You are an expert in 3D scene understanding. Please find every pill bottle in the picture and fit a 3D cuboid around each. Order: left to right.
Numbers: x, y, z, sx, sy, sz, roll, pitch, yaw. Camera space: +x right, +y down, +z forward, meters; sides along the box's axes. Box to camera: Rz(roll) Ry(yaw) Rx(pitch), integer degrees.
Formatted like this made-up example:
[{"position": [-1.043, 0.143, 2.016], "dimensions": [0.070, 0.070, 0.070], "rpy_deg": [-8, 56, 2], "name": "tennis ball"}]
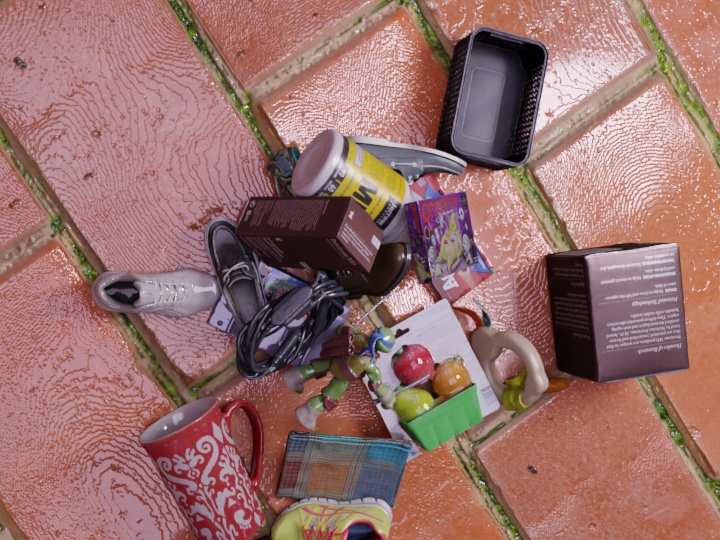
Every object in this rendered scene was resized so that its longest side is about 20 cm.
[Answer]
[{"position": [0.003, -0.116, 1.434], "dimensions": [0.199, 0.114, 0.115], "rpy_deg": [31, 86, -27], "name": "pill bottle"}]

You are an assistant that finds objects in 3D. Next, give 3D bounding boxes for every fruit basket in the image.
[{"position": [0.104, 0.177, 1.522], "dimensions": [0.184, 0.094, 0.202], "rpy_deg": [-28, 86, -9], "name": "fruit basket"}]

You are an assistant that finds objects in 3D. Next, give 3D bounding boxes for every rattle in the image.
[{"position": [0.253, 0.120, 1.555], "dimensions": [0.142, 0.131, 0.201], "rpy_deg": [-23, 65, -26], "name": "rattle"}]

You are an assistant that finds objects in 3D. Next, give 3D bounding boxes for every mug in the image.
[{"position": [-0.216, 0.304, 1.436], "dimensions": [0.176, 0.133, 0.202], "rpy_deg": [-25, 100, -7], "name": "mug"}]

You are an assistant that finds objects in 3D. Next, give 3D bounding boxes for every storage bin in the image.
[{"position": [0.210, -0.272, 1.516], "dimensions": [0.133, 0.094, 0.203], "rpy_deg": [11, 89, -11], "name": "storage bin"}]

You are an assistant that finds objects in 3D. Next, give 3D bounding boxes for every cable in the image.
[{"position": [-0.106, 0.085, 1.412], "dimensions": [0.200, 0.163, 0.051], "rpy_deg": [-45, 69, 1], "name": "cable"}]

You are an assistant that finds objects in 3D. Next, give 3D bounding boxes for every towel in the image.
[{"position": [-0.027, 0.317, 1.490], "dimensions": [0.197, 0.022, 0.148], "rpy_deg": [7, 123, -11], "name": "towel"}]

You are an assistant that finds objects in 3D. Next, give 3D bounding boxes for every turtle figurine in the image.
[{"position": [-0.008, 0.156, 1.446], "dimensions": [0.193, 0.200, 0.145], "rpy_deg": [-32, 92, 15], "name": "turtle figurine"}]

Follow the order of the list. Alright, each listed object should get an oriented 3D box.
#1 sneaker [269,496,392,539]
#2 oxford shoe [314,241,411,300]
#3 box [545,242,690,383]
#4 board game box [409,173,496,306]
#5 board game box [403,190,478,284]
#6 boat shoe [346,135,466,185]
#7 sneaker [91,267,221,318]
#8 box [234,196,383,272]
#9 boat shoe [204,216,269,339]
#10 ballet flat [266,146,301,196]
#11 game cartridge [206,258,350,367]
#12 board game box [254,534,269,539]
[{"position": [-0.046, 0.408, 1.477], "dimensions": [0.197, 0.090, 0.079], "rpy_deg": [-9, 109, 0], "name": "sneaker"}, {"position": [0.000, 0.000, 1.423], "dimensions": [0.084, 0.199, 0.074], "rpy_deg": [18, 64, -34], "name": "oxford shoe"}, {"position": [0.413, 0.063, 1.528], "dimensions": [0.162, 0.166, 0.203], "rpy_deg": [-7, 94, -11], "name": "box"}, {"position": [0.128, -0.051, 1.544], "dimensions": [0.102, 0.019, 0.201], "rpy_deg": [-35, 98, -7], "name": "board game box"}, {"position": [0.127, -0.054, 1.448], "dimensions": [0.032, 0.199, 0.122], "rpy_deg": [-14, 93, 28], "name": "board game box"}, {"position": [0.070, -0.168, 1.503], "dimensions": [0.197, 0.073, 0.063], "rpy_deg": [10, 89, -5], "name": "boat shoe"}, {"position": [-0.307, 0.038, 1.422], "dimensions": [0.197, 0.099, 0.079], "rpy_deg": [-3, 93, -11], "name": "sneaker"}, {"position": [-0.077, -0.054, 1.395], "dimensions": [0.100, 0.198, 0.076], "rpy_deg": [46, 55, -45], "name": "box"}, {"position": [-0.181, 0.011, 1.431], "dimensions": [0.071, 0.071, 0.202], "rpy_deg": [-24, 90, -4], "name": "boat shoe"}, {"position": [-0.082, -0.097, 1.487], "dimensions": [0.074, 0.074, 0.202], "rpy_deg": [-31, 95, -8], "name": "ballet flat"}, {"position": [-0.127, 0.069, 1.493], "dimensions": [0.198, 0.038, 0.131], "rpy_deg": [27, 91, -10], "name": "game cartridge"}, {"position": [-0.197, 0.476, 1.407], "dimensions": [0.163, 0.200, 0.057], "rpy_deg": [-22, 94, -10], "name": "board game box"}]
